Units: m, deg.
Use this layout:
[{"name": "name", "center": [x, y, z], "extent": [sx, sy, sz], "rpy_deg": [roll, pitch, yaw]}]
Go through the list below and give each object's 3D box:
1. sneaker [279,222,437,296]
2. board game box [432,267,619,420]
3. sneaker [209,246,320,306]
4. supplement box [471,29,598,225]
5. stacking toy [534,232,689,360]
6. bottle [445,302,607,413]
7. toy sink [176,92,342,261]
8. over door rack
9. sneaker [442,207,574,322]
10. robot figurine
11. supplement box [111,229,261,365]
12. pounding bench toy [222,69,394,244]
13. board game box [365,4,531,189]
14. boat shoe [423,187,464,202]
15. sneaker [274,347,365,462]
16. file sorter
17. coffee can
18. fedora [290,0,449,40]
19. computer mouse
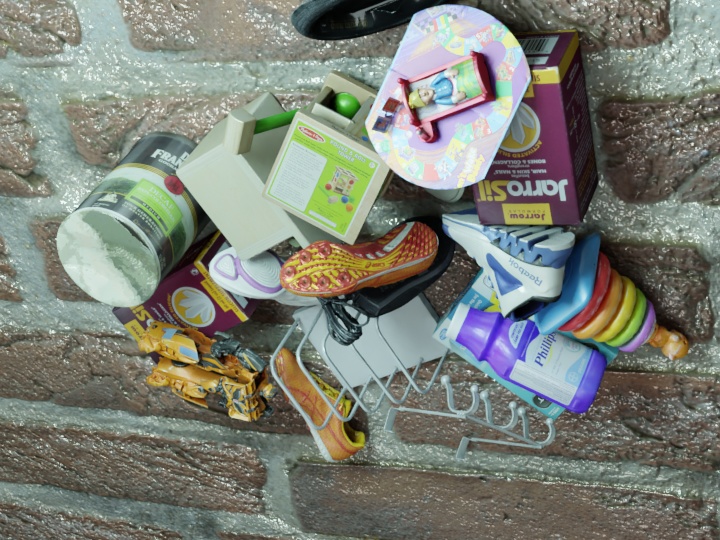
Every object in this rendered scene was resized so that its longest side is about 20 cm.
[{"name": "sneaker", "center": [0.000, 0.000, 1.642], "extent": [0.198, 0.074, 0.077], "rpy_deg": [-10, 155, -10]}, {"name": "board game box", "center": [0.215, 0.085, 1.749], "extent": [0.199, 0.047, 0.151], "rpy_deg": [34, 131, -1]}, {"name": "sneaker", "center": [-0.110, 0.019, 1.786], "extent": [0.198, 0.076, 0.100], "rpy_deg": [7, 154, -25]}, {"name": "supplement box", "center": [0.189, -0.162, 1.545], "extent": [0.130, 0.103, 0.202], "rpy_deg": [0, 124, 24]}, {"name": "stacking toy", "center": [0.322, 0.055, 1.658], "extent": [0.199, 0.117, 0.110], "rpy_deg": [28, 141, -15]}, {"name": "bottle", "center": [0.205, 0.103, 1.681], "extent": [0.198, 0.084, 0.066], "rpy_deg": [26, 138, 6]}, {"name": "toy sink", "center": [-0.118, -0.097, 1.716], "extent": [0.111, 0.131, 0.201], "rpy_deg": [-25, 112, 36]}, {"name": "over door rack", "center": [0.145, 0.197, 1.811], "extent": [0.147, 0.067, 0.199], "rpy_deg": [24, 155, -27]}, {"name": "sneaker", "center": [0.172, -0.003, 1.615], "extent": [0.199, 0.080, 0.116], "rpy_deg": [24, 120, 51]}, {"name": "robot figurine", "center": [-0.205, 0.143, 1.851], "extent": [0.198, 0.058, 0.146], "rpy_deg": [18, 138, 24]}, {"name": "supplement box", "center": [-0.239, 0.039, 1.897], "extent": [0.199, 0.086, 0.111], "rpy_deg": [-27, 110, 37]}, {"name": "pounding bench toy", "center": [-0.051, -0.159, 1.618], "extent": [0.199, 0.156, 0.125], "rpy_deg": [28, 124, 2]}, {"name": "board game box", "center": [0.088, -0.189, 1.465], "extent": [0.157, 0.039, 0.202], "rpy_deg": [30, 102, 21]}, {"name": "boat shoe", "center": [0.098, -0.151, 1.603], "extent": [0.074, 0.062, 0.200], "rpy_deg": [18, 156, 19]}, {"name": "sneaker", "center": [-0.059, 0.184, 1.945], "extent": [0.077, 0.073, 0.201], "rpy_deg": [-28, 115, 13]}, {"name": "file sorter", "center": [0.001, 0.113, 1.817], "extent": [0.199, 0.125, 0.139], "rpy_deg": [-23, 113, 34]}, {"name": "coffee can", "center": [-0.284, -0.068, 1.766], "extent": [0.145, 0.201, 0.148], "rpy_deg": [12, 128, 16]}, {"name": "fedora", "center": [0.011, -0.330, 1.494], "extent": [0.199, 0.200, 0.093], "rpy_deg": [-20, 81, 34]}, {"name": "computer mouse", "center": [0.031, 0.003, 1.721], "extent": [0.139, 0.199, 0.053], "rpy_deg": [60, 176, 24]}]
